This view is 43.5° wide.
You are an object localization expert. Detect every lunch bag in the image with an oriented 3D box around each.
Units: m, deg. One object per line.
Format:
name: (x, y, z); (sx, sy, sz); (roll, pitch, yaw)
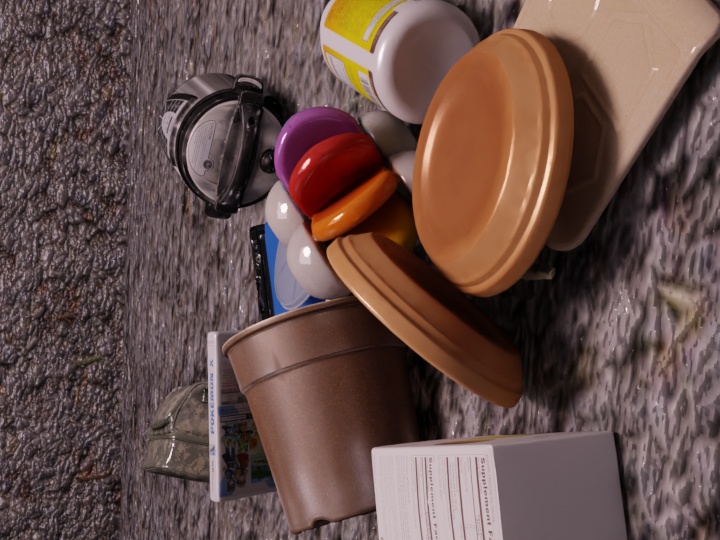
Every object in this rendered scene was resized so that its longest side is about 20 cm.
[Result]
lunch bag: (-0.308, 0.291, 1.644); (0.200, 0.137, 0.171); (153, 130, -63)

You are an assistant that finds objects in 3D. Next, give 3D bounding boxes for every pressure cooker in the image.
pressure cooker: (-0.193, -0.189, 1.314); (0.177, 0.177, 0.200); (63, 171, -32)

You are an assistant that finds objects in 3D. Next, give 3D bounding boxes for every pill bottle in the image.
pill bottle: (0.028, -0.219, 0.878); (0.200, 0.108, 0.111); (-133, 47, -56)

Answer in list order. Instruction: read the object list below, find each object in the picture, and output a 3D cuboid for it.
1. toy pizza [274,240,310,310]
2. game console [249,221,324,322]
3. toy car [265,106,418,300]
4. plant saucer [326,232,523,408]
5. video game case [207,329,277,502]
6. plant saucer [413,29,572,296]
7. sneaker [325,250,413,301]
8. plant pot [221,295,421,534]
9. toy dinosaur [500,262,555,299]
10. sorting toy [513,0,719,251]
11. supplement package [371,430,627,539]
toy pizza: (-0.056, -0.047, 1.124); (0.200, 0.031, 0.203); (-49, 33, 47)
game console: (-0.082, 0.031, 1.251); (0.171, 0.116, 0.203); (65, -164, -70)
toy car: (-0.021, -0.087, 0.880); (0.174, 0.150, 0.201); (-36, 40, 5)
plant saucer: (0.059, 0.032, 0.738); (0.038, 0.199, 0.200); (-51, 35, 9)
video game case: (-0.089, 0.160, 1.049); (0.022, 0.198, 0.186); (-4, 87, 47)
plant saucer: (0.089, -0.083, 0.687); (0.200, 0.037, 0.204); (-173, 90, -69)
sneaker: (0.000, 0.000, 0.998); (0.200, 0.069, 0.082); (133, 134, -58)
plant pot: (-0.023, 0.151, 0.926); (0.200, 0.197, 0.201); (-41, 62, 60)
toy dinosaur: (0.114, -0.027, 0.740); (0.201, 0.047, 0.089); (-105, 8, -51)
sorting toy: (0.165, -0.146, 0.664); (0.201, 0.036, 0.187); (-62, 36, 40)
supplement package: (0.102, 0.188, 0.711); (0.199, 0.112, 0.112); (156, 111, -63)
